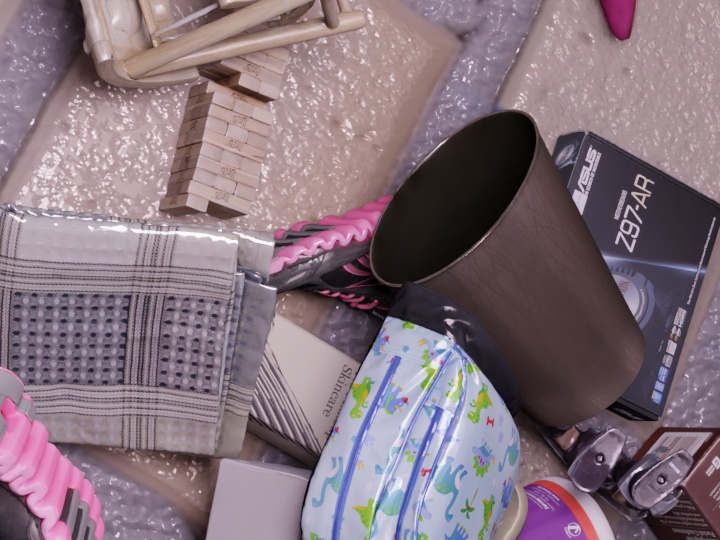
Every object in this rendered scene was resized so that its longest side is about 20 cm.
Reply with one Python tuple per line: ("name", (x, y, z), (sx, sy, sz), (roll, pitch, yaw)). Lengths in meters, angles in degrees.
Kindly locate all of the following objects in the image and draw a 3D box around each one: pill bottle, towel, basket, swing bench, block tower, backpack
("pill bottle", (0.098, 0.245, 1.487), (0.199, 0.112, 0.113), (-20, 96, -28))
("towel", (-0.162, 0.049, 1.326), (0.198, 0.035, 0.194), (5, 118, -11))
("basket", (0.121, 0.013, 1.444), (0.200, 0.135, 0.181), (52, 53, -29))
("swing bench", (-0.119, -0.252, 1.366), (0.198, 0.130, 0.201), (-17, 81, 1))
("block tower", (-0.095, -0.135, 1.442), (0.057, 0.054, 0.202), (19, 78, -25))
("backpack", (0.037, 0.141, 1.330), (0.200, 0.153, 0.163), (-49, 146, -15))

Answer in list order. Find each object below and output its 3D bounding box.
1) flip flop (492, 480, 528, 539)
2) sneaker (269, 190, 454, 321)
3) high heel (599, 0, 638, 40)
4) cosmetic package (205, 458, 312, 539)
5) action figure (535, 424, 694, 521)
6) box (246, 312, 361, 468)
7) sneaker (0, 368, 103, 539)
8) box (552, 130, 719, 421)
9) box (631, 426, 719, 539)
("flip flop", (0.055, 0.226, 1.389), (0.081, 0.058, 0.200), (33, 72, 16))
("sneaker", (0.000, 0.000, 1.481), (0.199, 0.079, 0.096), (-18, 106, -27))
("high heel", (0.181, -0.291, 1.615), (0.095, 0.067, 0.202), (-8, 94, -1))
("cosmetic package", (-0.064, 0.243, 1.383), (0.107, 0.090, 0.202), (12, 90, -61))
("action figure", (0.202, 0.151, 1.511), (0.130, 0.200, 0.070), (33, 88, -1))
("box", (-0.084, 0.071, 1.426), (0.199, 0.068, 0.083), (30, 74, -23))
("sneaker", (-0.250, 0.158, 1.327), (0.079, 0.095, 0.201), (-77, 147, -57))
("box", (0.210, 0.006, 1.604), (0.159, 0.043, 0.201), (27, 75, -24))
("box", (0.316, 0.229, 1.616), (0.075, 0.100, 0.200), (-46, 106, -23))
